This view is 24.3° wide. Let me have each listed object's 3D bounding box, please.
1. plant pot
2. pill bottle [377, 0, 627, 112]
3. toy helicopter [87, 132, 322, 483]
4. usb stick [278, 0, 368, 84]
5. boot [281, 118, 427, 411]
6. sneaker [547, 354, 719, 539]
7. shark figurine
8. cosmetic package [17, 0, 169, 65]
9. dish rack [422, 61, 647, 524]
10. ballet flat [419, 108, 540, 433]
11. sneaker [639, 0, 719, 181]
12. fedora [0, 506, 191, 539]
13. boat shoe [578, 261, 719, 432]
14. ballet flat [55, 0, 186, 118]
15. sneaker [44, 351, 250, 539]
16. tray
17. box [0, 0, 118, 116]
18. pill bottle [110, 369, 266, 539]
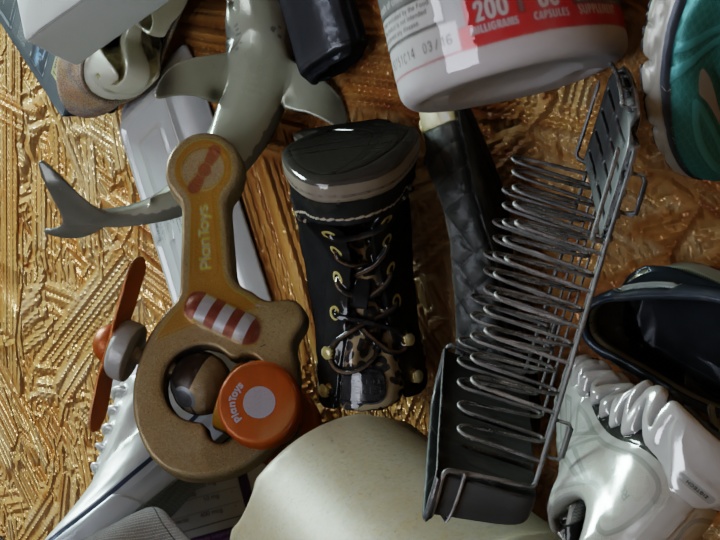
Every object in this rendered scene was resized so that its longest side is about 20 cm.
[{"bbox_3d":[0.030,0.176,0.856,0.183,0.199,0.202,42,129,47],"label":"plant pot"},{"bbox_3d":[0.053,-0.186,0.798,0.113,0.113,0.202,-17,85,53],"label":"pill bottle"},{"bbox_3d":[-0.095,0.020,0.952,0.079,0.131,0.202,60,-155,-73],"label":"toy helicopter"},{"bbox_3d":[-0.041,-0.210,0.984,0.055,0.032,0.202,-28,75,53],"label":"usb stick"},{"bbox_3d":[0.000,0.000,0.897,0.200,0.072,0.152,-122,25,-79],"label":"boot"},{"bbox_3d":[0.112,0.090,0.750,0.075,0.081,0.200,37,179,-2],"label":"sneaker"},{"bbox_3d":[-0.092,-0.077,1.029,0.128,0.215,0.090,39,175,5],"label":"shark figurine"},{"bbox_3d":[-0.155,-0.251,1.035,0.150,0.051,0.202,-30,61,26],"label":"cosmetic package"},{"bbox_3d":[0.079,0.004,0.760,0.154,0.054,0.202,-81,6,-72],"label":"dish rack"},{"bbox_3d":[0.052,-0.002,0.875,0.056,0.066,0.202,-9,94,17],"label":"ballet flat"},{"bbox_3d":[0.174,-0.123,0.690,0.079,0.077,0.202,34,124,33],"label":"sneaker"},{"bbox_3d":[-0.106,0.198,0.891,0.201,0.090,0.177,52,167,23],"label":"fedora"},{"bbox_3d":[0.179,0.041,0.725,0.199,0.061,0.076,28,121,47],"label":"boat shoe"},{"bbox_3d":[-0.148,-0.163,1.094,0.201,0.067,0.068,-61,40,36],"label":"ballet flat"},{"bbox_3d":[-0.126,0.102,1.003,0.071,0.200,0.073,42,167,16],"label":"sneaker"},{"bbox_3d":[-0.119,-0.040,1.135,0.107,0.022,0.202,-34,71,52],"label":"tray"},{"bbox_3d":[-0.198,-0.234,1.170,0.158,0.051,0.201,53,135,32],"label":"box"},{"bbox_3d":[-0.103,0.147,1.082,0.111,0.111,0.202,-24,78,52],"label":"pill bottle"}]
